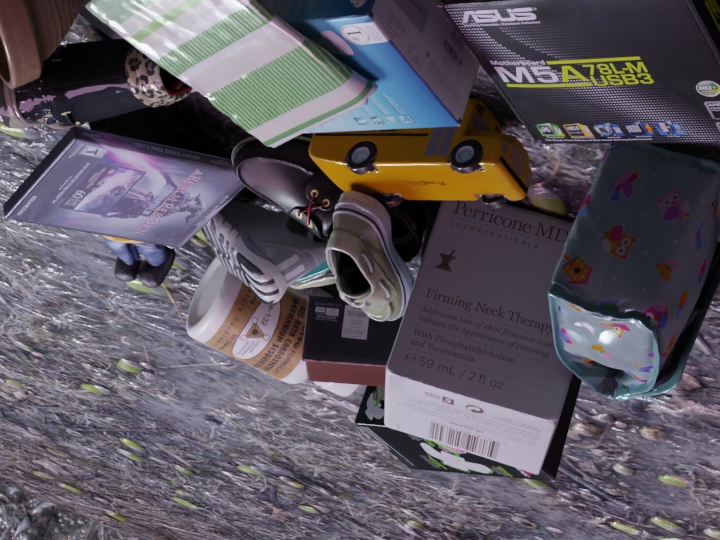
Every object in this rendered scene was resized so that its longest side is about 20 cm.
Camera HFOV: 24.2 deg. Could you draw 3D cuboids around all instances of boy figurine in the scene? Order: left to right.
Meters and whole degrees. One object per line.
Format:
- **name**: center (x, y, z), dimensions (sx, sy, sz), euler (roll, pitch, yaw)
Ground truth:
- **boy figurine**: center (-0.262, -0.050, 1.847), dimensions (0.124, 0.065, 0.200), euler (15, 160, 17)

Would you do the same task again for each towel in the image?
- **towel**: center (-0.101, -0.173, 1.286), dimensions (0.200, 0.023, 0.152), euler (36, 151, -25)

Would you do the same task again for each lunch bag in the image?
- **lunch bag**: center (0.243, 0.009, 1.446), dimensions (0.122, 0.171, 0.200), euler (18, 159, 21)

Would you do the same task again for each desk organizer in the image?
- **desk organizer**: center (0.043, 0.079, 1.738), dimensions (0.199, 0.072, 0.077), euler (4, 158, 3)

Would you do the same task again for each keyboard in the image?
- **keyboard**: center (0.066, 0.004, 1.721), dimensions (0.011, 0.056, 0.200), euler (11, 156, 6)

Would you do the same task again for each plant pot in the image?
- **plant pot**: center (-0.270, -0.251, 1.306), dimensions (0.093, 0.201, 0.201), euler (-24, 152, -14)

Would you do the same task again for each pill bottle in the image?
- **pill bottle**: center (-0.086, 0.063, 1.896), dimensions (0.200, 0.115, 0.114), euler (27, 156, -18)

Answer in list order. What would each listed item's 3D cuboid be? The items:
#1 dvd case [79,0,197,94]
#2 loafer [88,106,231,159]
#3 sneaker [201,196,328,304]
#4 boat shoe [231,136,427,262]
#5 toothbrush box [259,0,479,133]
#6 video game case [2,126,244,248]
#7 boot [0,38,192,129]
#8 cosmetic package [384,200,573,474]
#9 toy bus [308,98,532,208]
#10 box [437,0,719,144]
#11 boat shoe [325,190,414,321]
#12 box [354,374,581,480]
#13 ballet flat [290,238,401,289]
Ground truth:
- **dvd case**: center (-0.177, -0.222, 1.449), dimensions (0.200, 0.018, 0.142), euler (36, 153, -33)
- **loafer**: center (-0.200, -0.113, 1.644), dimensions (0.073, 0.072, 0.200), euler (-5, 148, 44)
- **sneaker**: center (-0.090, -0.044, 1.716), dimensions (0.200, 0.115, 0.075), euler (45, 160, 48)
- **boat shoe**: center (-0.029, -0.069, 1.595), dimensions (0.201, 0.063, 0.074), euler (23, 127, -13)
- **toothbrush box**: center (-0.024, -0.183, 1.330), dimensions (0.200, 0.085, 0.146), euler (-1, 150, 37)
- **video game case**: center (-0.221, -0.076, 1.608), dimensions (0.200, 0.019, 0.143), euler (11, 144, -37)
- **boot**: center (-0.208, -0.165, 1.442), dimensions (0.153, 0.074, 0.204), euler (-7, -171, 16)
- **cosmetic package**: center (0.128, 0.060, 1.612), dimensions (0.167, 0.200, 0.166), euler (16, 157, 8)
- **toy bus**: center (0.054, -0.104, 1.459), dimensions (0.200, 0.078, 0.065), euler (2, 151, 35)
- **box**: center (0.187, -0.164, 1.262), dimensions (0.200, 0.048, 0.193), euler (3, 155, 32)
- **boat shoe**: center (0.000, 0.000, 1.551), dimensions (0.072, 0.062, 0.200), euler (20, 156, 22)
- **box**: center (0.123, 0.136, 1.853), dimensions (0.200, 0.149, 0.124), euler (1, 151, 37)
- **ballet flat**: center (-0.005, -0.016, 1.737), dimensions (0.069, 0.070, 0.200), euler (35, 154, -34)
